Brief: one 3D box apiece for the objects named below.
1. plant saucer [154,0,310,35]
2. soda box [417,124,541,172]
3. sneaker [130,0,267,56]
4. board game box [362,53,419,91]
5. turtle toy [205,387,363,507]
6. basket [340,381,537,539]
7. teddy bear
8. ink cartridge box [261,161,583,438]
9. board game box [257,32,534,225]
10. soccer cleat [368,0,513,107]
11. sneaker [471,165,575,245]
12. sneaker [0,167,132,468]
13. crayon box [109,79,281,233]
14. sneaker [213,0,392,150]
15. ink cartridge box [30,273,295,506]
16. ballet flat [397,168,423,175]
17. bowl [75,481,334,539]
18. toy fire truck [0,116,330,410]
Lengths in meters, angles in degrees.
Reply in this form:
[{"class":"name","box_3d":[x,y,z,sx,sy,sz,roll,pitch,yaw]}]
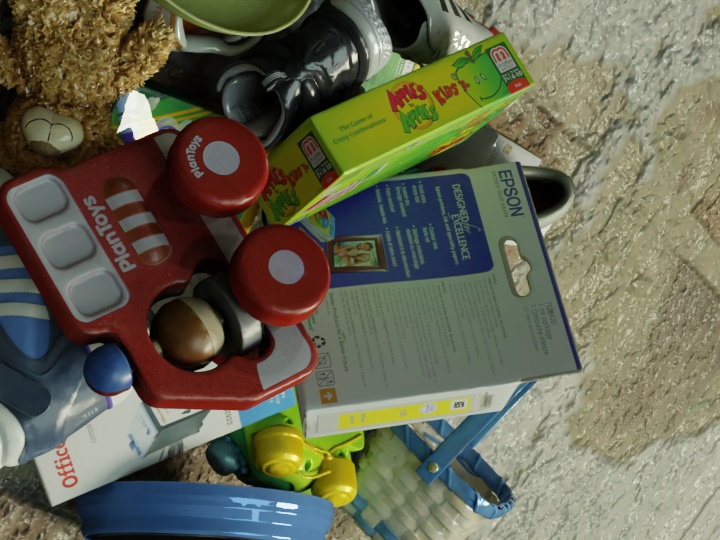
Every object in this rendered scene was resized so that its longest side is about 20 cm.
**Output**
[{"class":"plant saucer","box_3d":[-0.111,-0.239,1.270,0.200,0.201,0.031,6,154,-45]},{"class":"soda box","box_3d":[0.066,-0.029,1.618,0.068,0.064,0.201,25,96,-48]},{"class":"sneaker","box_3d":[-0.076,-0.202,1.370,0.200,0.079,0.079,-29,130,-29]},{"class":"board game box","box_3d":[-0.006,-0.087,1.545,0.105,0.023,0.201,0,114,-42]},{"class":"turtle toy","box_3d":[-0.062,0.128,1.556,0.101,0.146,0.200,-23,143,24]},{"class":"basket","box_3d":[0.080,0.155,1.662,0.200,0.139,0.176,-43,171,5]},{"class":"teddy bear","box_3d":[-0.194,-0.152,1.276,0.145,0.067,0.201,23,99,-25]},{"class":"ink cartridge box","box_3d":[0.040,0.017,1.405,0.199,0.198,0.047,-5,144,-10]},{"class":"board game box","box_3d":[0.023,-0.101,1.394,0.200,0.048,0.102,-27,174,-38]},{"class":"soccer cleat","box_3d":[0.054,-0.181,1.476,0.200,0.068,0.085,50,41,-34]},{"class":"sneaker","box_3d":[0.078,-0.050,1.512,0.199,0.079,0.074,-13,81,-27]},{"class":"sneaker","box_3d":[-0.257,0.037,1.279,0.146,0.200,0.081,-28,163,-18]},{"class":"crayon box","box_3d":[-0.136,-0.065,1.418,0.200,0.052,0.126,16,103,-47]},{"class":"sneaker","box_3d":[-0.052,-0.130,1.387,0.114,0.076,0.200,-33,176,-18]},{"class":"ink cartridge box","box_3d":[-0.160,0.065,1.401,0.199,0.086,0.147,-23,139,-12]},{"class":"ballet flat","box_3d":[0.000,0.000,1.535,0.200,0.072,0.072,-60,144,-32]},{"class":"bowl","box_3d":[-0.120,0.194,1.487,0.200,0.200,0.040,18,70,-47]},{"class":"toy fire truck","box_3d":[-0.126,0.006,1.257,0.168,0.200,0.112,-25,169,-28]}]
